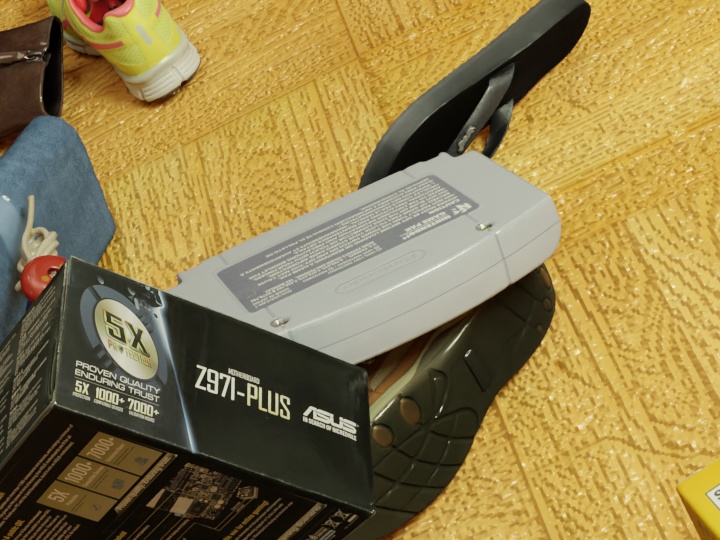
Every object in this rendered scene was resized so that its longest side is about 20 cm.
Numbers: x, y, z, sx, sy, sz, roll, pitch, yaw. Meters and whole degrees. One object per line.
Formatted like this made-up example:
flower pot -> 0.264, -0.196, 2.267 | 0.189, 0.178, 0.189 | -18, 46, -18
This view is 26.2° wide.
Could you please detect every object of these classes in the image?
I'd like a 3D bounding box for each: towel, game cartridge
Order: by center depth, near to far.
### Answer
game cartridge -> 0.000, 0.000, 0.826 | 0.200, 0.041, 0.133 | -25, 22, -12
towel -> -0.223, -0.004, 0.973 | 0.048, 0.112, 0.200 | 0, 37, 19

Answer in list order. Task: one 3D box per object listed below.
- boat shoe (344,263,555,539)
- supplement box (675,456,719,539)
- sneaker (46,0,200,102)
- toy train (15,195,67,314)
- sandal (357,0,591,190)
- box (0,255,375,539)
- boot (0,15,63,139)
boat shoe -> 0.026, 0.063, 0.837 | 0.074, 0.076, 0.200 | 15, 53, 43
supplement box -> 0.235, 0.145, 0.616 | 0.109, 0.110, 0.200 | -34, 45, -3
sneaker -> -0.193, -0.206, 1.173 | 0.078, 0.090, 0.200 | -43, 44, -9
toy train -> -0.140, 0.034, 0.881 | 0.115, 0.085, 0.200 | 10, 45, -15
sandal -> 0.074, -0.097, 0.948 | 0.200, 0.076, 0.043 | -43, 72, -10
box -> -0.114, 0.107, 0.748 | 0.200, 0.163, 0.086 | -47, 33, 38
boot -> -0.302, -0.165, 1.211 | 0.166, 0.072, 0.201 | -18, 55, 17
